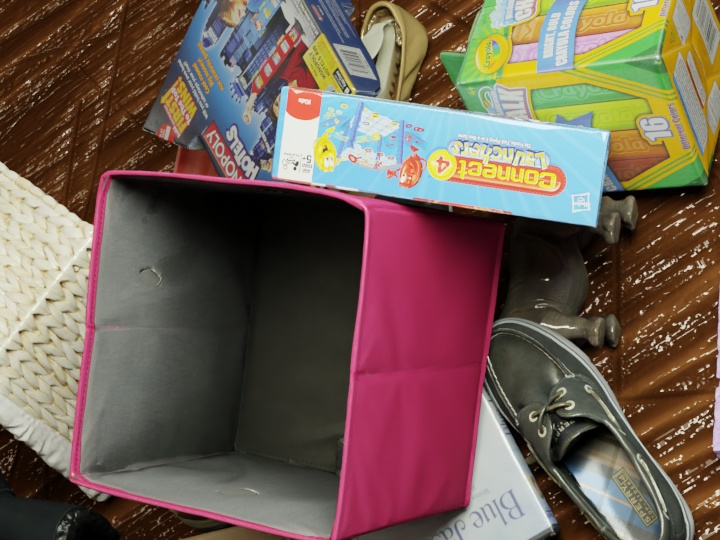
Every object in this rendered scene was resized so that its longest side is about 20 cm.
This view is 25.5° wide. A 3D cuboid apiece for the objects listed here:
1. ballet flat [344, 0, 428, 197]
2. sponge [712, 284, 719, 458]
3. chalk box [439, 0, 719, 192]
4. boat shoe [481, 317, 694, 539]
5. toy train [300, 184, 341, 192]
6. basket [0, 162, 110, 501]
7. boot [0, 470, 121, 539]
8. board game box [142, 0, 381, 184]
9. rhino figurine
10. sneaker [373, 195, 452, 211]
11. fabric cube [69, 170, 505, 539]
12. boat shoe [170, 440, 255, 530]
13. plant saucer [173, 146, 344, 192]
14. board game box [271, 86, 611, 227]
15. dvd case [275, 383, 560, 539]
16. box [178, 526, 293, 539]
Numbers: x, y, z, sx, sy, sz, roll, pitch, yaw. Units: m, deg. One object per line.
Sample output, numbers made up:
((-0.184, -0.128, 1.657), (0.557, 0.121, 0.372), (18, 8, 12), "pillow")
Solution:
((0.005, -0.128, 1.289), (0.068, 0.063, 0.202), (-4, 62, 32), "ballet flat")
((0.289, 0.027, 1.034), (0.110, 0.030, 0.202), (-7, 60, 30), "sponge")
((0.150, -0.138, 1.146), (0.198, 0.125, 0.125), (-5, 47, 31), "chalk box")
((0.142, 0.106, 1.030), (0.069, 0.057, 0.200), (-44, 66, 11), "boat shoe")
((-0.075, 0.004, 1.225), (0.034, 0.045, 0.201), (56, 131, 27), "toy train")
((-0.258, 0.044, 1.279), (0.197, 0.200, 0.161), (31, 76, 41), "basket")
((-0.268, 0.172, 1.215), (0.167, 0.202, 0.076), (5, 34, 40), "boot")
((-0.081, -0.138, 1.237), (0.200, 0.061, 0.201), (-48, 56, 32), "board game box")
((0.134, 0.038, 1.110), (0.086, 0.060, 0.203), (3, 73, 29), "rhino figurine")
((0.000, 0.000, 1.193), (0.074, 0.085, 0.201), (27, 74, 30), "sneaker")
((-0.041, 0.047, 1.014), (0.194, 0.199, 0.203), (8, 93, 29), "fabric cube")
((-0.069, 0.134, 1.178), (0.198, 0.072, 0.076), (-28, 52, 17), "boat shoe")
((-0.073, -0.095, 1.292), (0.198, 0.036, 0.203), (22, 101, 44), "plant saucer")
((0.058, -0.074, 1.009), (0.193, 0.200, 0.057), (9, 96, 8), "board game box")
((0.033, 0.125, 1.100), (0.142, 0.018, 0.202), (-33, 72, 18), "dvd case")
((-0.100, 0.243, 1.131), (0.198, 0.078, 0.096), (-18, 54, 24), "box")
